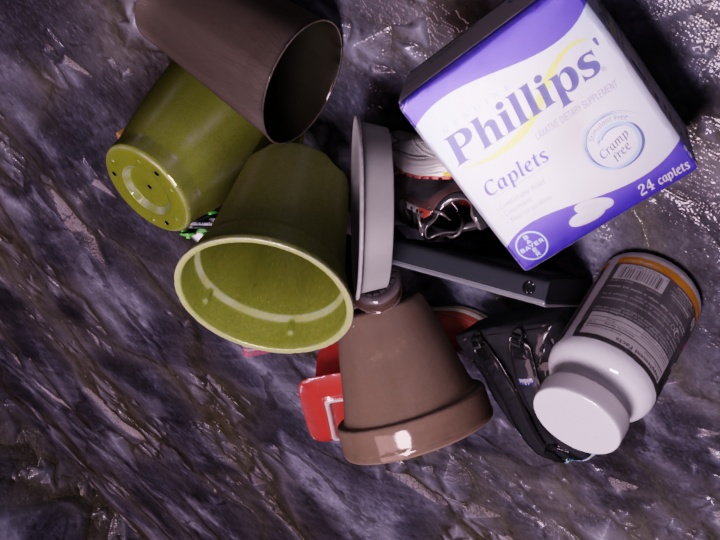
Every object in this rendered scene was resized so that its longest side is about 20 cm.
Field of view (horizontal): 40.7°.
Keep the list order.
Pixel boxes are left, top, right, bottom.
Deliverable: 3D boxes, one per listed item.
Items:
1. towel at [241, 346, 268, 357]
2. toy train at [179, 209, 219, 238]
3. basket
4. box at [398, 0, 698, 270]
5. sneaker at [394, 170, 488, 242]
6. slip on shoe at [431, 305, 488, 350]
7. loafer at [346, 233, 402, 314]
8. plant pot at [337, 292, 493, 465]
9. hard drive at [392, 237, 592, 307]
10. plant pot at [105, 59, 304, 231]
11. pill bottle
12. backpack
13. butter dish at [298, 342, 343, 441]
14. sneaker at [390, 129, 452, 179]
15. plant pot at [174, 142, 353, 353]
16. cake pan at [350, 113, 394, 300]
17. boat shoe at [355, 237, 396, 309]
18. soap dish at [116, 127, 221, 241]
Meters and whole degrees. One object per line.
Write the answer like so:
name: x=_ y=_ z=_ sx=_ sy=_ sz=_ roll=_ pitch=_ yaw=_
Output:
towel: x=-0.099 y=0.060 z=1.426 sx=0.200 sy=0.145 sz=0.030 roll=108 pitch=145 yaw=-55
toy train: x=-0.141 y=-0.061 z=1.254 sx=0.198 sy=0.056 sz=0.042 roll=1 pitch=97 yaw=4
basket: x=-0.139 y=-0.257 z=1.071 sx=0.199 sy=0.136 sz=0.180 roll=36 pitch=166 yaw=14
box: x=0.165 y=-0.136 z=0.865 sx=0.183 sy=0.105 sz=0.200 roll=-33 pitch=107 yaw=26
sneaker: x=0.079 y=-0.073 z=1.117 sx=0.199 sy=0.082 sz=0.077 roll=-5 pitch=127 yaw=48
slip on shoe: x=0.100 y=0.085 z=1.304 sx=0.199 sy=0.061 sz=0.074 roll=9 pitch=136 yaw=27
loafer: x=0.003 y=0.010 z=1.191 sx=0.071 sy=0.073 sz=0.200 roll=66 pitch=170 yaw=-26
plant pot: x=0.049 y=0.125 z=1.217 sx=0.200 sy=0.199 sz=0.176 roll=-15 pitch=93 yaw=52
hard drive: x=0.147 y=0.001 z=1.106 sx=0.199 sy=0.139 sz=0.033 roll=17 pitch=98 yaw=32
plant pot: x=-0.205 y=-0.157 z=1.201 sx=0.199 sy=0.193 sz=0.201 roll=27 pitch=146 yaw=20
pill bottle: x=0.266 y=0.084 z=1.008 sx=0.116 sy=0.200 sz=0.117 roll=27 pitch=147 yaw=20
backpack: x=0.234 y=0.139 z=1.183 sx=0.163 sy=0.153 sz=0.201 roll=-16 pitch=98 yaw=48
butter dish: x=0.010 y=0.147 z=1.413 sx=0.198 sy=0.149 sz=0.200 roll=-9 pitch=144 yaw=-1
sneaker: x=0.105 y=-0.140 z=1.033 sx=0.199 sy=0.078 sz=0.083 roll=9 pitch=110 yaw=46
plant pot: x=-0.091 y=-0.038 z=1.110 sx=0.199 sy=0.185 sz=0.201 roll=7 pitch=141 yaw=6
cake pan: x=0.011 y=-0.068 z=1.059 sx=0.036 sy=0.201 sz=0.201 roll=0 pitch=143 yaw=-4
boat shoe: x=0.000 y=0.000 z=1.316 sx=0.076 sy=0.071 sz=0.200 roll=48 pitch=143 yaw=14
soap dish: x=-0.249 y=-0.122 z=1.360 sx=0.200 sy=0.081 sz=0.157 roll=41 pitch=169 yaw=-4
